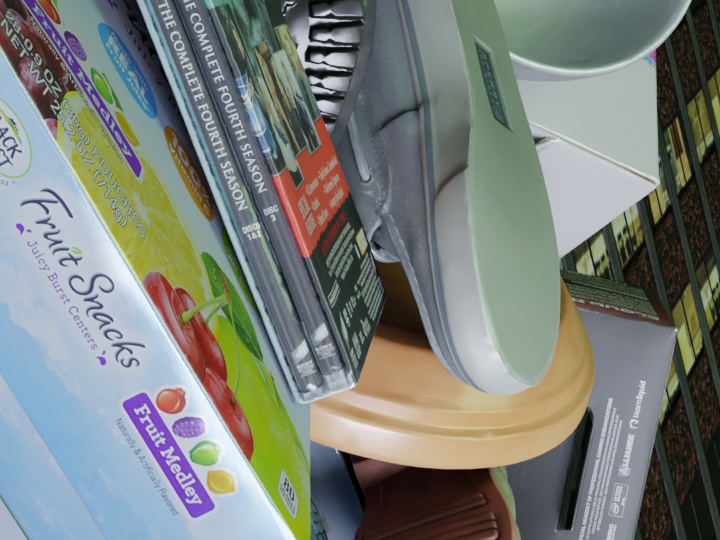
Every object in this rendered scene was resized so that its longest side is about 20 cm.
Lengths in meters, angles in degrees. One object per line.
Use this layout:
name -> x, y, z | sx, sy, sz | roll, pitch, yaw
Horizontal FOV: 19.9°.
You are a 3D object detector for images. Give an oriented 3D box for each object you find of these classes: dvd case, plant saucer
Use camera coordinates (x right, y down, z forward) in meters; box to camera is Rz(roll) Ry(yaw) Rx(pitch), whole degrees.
dvd case -> -0.039, -0.069, 0.620 | 0.146, 0.022, 0.201 | -68, 138, -79
plant saucer -> 0.000, 0.000, 0.781 | 0.038, 0.200, 0.200 | -67, 173, 26

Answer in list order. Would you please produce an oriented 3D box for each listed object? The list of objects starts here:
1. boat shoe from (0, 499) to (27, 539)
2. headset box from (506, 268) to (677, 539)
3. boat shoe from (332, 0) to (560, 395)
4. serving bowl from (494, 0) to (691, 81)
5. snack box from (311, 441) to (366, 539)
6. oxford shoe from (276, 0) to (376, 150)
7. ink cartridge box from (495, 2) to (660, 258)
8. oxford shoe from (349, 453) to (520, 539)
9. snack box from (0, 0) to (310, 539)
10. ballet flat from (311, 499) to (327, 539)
boat shoe -> -0.101, 0.078, 0.645 | 0.066, 0.070, 0.201 | -97, 165, -66
headset box -> 0.102, 0.083, 1.013 | 0.200, 0.075, 0.149 | -43, 145, -83
boat shoe -> 0.021, -0.037, 0.743 | 0.070, 0.071, 0.201 | 37, 37, -48
serving bowl -> 0.057, -0.172, 0.878 | 0.199, 0.066, 0.201 | 9, 75, -34
snack box -> 0.000, 0.101, 0.863 | 0.142, 0.053, 0.201 | -61, 132, -72
oxford shoe -> -0.032, -0.115, 0.731 | 0.084, 0.072, 0.201 | -129, -136, -79
ink cartridge box -> 0.055, -0.092, 0.975 | 0.125, 0.129, 0.201 | 21, 53, -24
oxford shoe -> 0.034, 0.114, 0.743 | 0.200, 0.071, 0.074 | -82, 152, -55
snack box -> -0.078, -0.020, 0.577 | 0.169, 0.067, 0.200 | 61, 8, -20
ballet flat -> -0.040, 0.127, 0.714 | 0.074, 0.074, 0.201 | 40, 26, -59
